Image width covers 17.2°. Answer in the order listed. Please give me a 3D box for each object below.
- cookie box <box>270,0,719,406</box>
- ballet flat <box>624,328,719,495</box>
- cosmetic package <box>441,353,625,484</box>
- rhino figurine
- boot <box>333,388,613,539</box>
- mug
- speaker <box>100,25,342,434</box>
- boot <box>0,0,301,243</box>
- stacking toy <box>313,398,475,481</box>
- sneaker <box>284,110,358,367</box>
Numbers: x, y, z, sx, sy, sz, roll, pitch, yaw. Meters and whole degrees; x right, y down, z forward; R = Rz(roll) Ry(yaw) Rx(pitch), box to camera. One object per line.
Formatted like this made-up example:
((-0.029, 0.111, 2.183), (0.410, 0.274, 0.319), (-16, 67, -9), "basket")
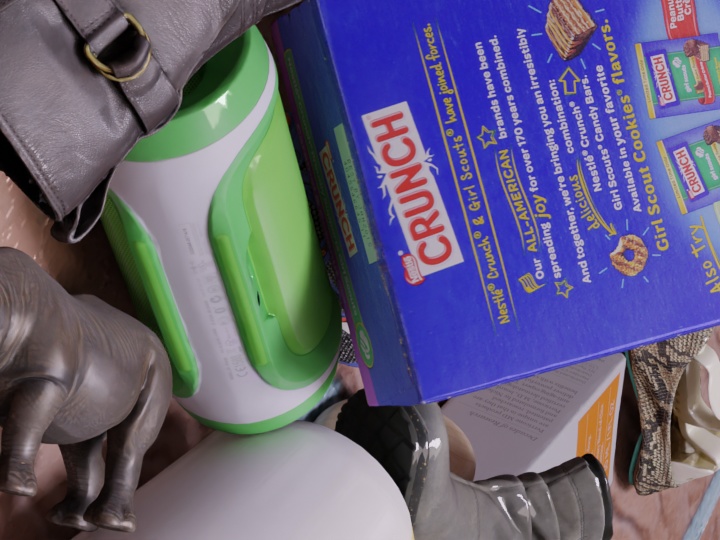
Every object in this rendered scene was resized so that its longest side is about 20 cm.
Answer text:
((0.082, -0.048, 0.984), (0.200, 0.075, 0.171), (-13, 88, -18), "cookie box")
((0.220, 0.098, 1.620), (0.068, 0.075, 0.200), (-54, 152, -33), "ballet flat")
((0.072, 0.125, 1.340), (0.200, 0.071, 0.102), (-44, 145, -43), "cosmetic package")
((-0.128, 0.038, 0.868), (0.200, 0.060, 0.088), (37, 62, -63), "rhino figurine")
((0.057, 0.107, 1.114), (0.130, 0.068, 0.200), (-17, 142, -17), "boot")
((-0.049, 0.156, 1.007), (0.153, 0.149, 0.187), (-47, 137, -40), "mug")
((-0.060, -0.019, 0.936), (0.088, 0.088, 0.200), (-56, 152, -28), "speaker")
((-0.090, -0.130, 0.788), (0.174, 0.069, 0.200), (-38, 113, -17), "boot")
((-0.002, 0.165, 1.225), (0.085, 0.085, 0.200), (-36, 147, -51), "stacking toy")
((0.000, 0.000, 1.082), (0.075, 0.078, 0.200), (-63, 155, -12), "sneaker")
